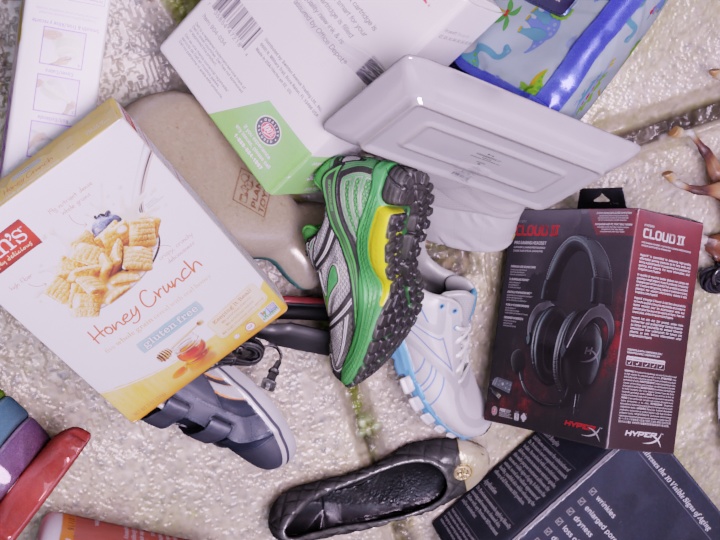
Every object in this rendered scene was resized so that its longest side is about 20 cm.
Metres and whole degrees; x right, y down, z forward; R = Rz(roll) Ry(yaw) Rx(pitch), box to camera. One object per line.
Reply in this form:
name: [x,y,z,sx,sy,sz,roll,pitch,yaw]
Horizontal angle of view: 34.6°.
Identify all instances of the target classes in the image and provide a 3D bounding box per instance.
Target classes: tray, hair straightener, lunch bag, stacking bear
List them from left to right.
stacking bear: [-0.324,0.120,0.874,0.200,0.114,0.122,37,68,-5]
hair straightener: [-0.077,0.054,0.902,0.200,0.041,0.077,9,62,-34]
tray: [0.084,-0.083,0.786,0.200,0.107,0.022,16,63,-29]
lunch bag: [0.152,-0.187,0.862,0.127,0.200,0.170,35,93,-16]

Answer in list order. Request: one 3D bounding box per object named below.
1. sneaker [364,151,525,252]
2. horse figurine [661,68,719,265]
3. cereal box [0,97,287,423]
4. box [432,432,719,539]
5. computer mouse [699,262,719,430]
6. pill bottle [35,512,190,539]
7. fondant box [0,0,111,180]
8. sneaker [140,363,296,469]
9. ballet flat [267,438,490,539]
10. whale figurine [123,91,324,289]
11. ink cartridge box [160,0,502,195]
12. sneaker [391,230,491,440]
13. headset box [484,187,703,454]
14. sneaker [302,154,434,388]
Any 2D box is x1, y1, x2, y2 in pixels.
sneaker: [0.039,-0.080,0.925,0.200,0.116,0.074,27,52,14]
horse figurine: [0.331,-0.112,0.989,0.132,0.050,0.200,33,87,-28]
cereal box: [-0.161,0.000,0.784,0.144,0.040,0.200,-37,129,3]
box: [0.206,0.243,1.000,0.197,0.124,0.200,-41,106,0]
computer mouse: [0.351,0.089,1.041,0.110,0.044,0.200,-4,100,-24]
pill bottle: [-0.170,0.269,0.933,0.200,0.112,0.112,15,98,-14]
fondant box: [-0.218,-0.142,0.821,0.058,0.144,0.200,6,100,-18]
sneaker: [-0.140,0.098,0.913,0.200,0.078,0.079,49,54,-9]
ballet flat: [0.019,0.195,0.986,0.200,0.057,0.067,-17,105,-8]
whale figurine: [-0.118,-0.049,0.890,0.200,0.104,0.159,25,60,-30]
ink cartridge box: [-0.022,-0.173,0.827,0.200,0.084,0.146,-41,77,21]
sneaker: [0.066,0.051,0.943,0.087,0.075,0.200,-23,110,27]
headset box: [0.183,0.034,0.919,0.077,0.149,0.200,8,88,-32]
sneaker: [0.000,0.000,0.870,0.085,0.078,0.200,24,126,25]
